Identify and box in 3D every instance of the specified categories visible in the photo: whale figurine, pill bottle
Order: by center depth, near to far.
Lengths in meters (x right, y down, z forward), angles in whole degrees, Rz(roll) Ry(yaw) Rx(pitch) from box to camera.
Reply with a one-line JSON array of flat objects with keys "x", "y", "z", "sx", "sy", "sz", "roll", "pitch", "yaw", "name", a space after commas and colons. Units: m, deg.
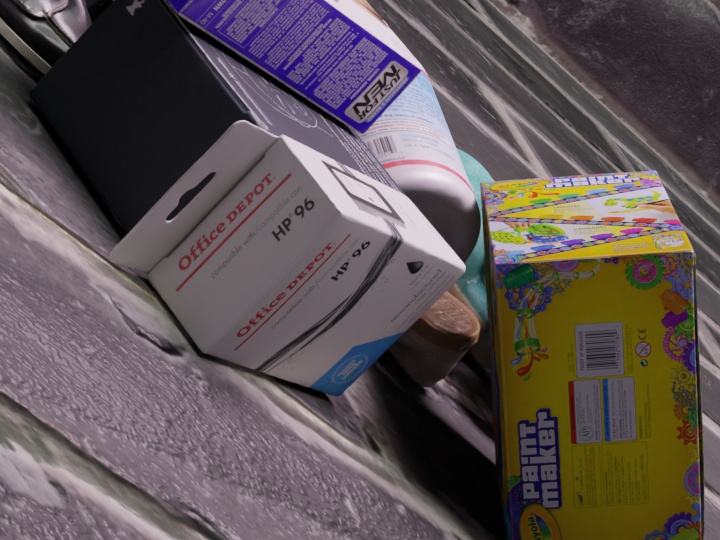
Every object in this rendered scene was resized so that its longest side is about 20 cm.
[{"x": 0.007, "y": -0.085, "z": 1.672, "sx": 0.109, "sy": 0.109, "sz": 0.201, "roll": 35, "pitch": 26, "yaw": -39, "name": "pill bottle"}, {"x": 0.071, "y": -0.013, "z": 1.813, "sx": 0.200, "sy": 0.104, "sz": 0.159, "roll": 52, "pitch": 1, "yaw": -38, "name": "whale figurine"}]

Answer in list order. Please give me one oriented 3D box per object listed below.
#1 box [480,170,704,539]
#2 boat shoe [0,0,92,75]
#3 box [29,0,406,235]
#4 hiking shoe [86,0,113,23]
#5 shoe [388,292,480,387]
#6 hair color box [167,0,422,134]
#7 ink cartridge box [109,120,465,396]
[{"x": 0.144, "y": 0.059, "z": 1.560, "sx": 0.193, "sy": 0.121, "sz": 0.201, "roll": -89, "pitch": 175, "yaw": -74, "name": "box"}, {"x": -0.204, "y": -0.177, "z": 1.544, "sx": 0.200, "sy": 0.068, "sz": 0.072, "roll": 48, "pitch": 10, "yaw": 3, "name": "boat shoe"}, {"x": -0.077, "y": -0.066, "z": 1.502, "sx": 0.149, "sy": 0.107, "sz": 0.200, "roll": 53, "pitch": 13, "yaw": 32, "name": "box"}, {"x": -0.120, "y": -0.128, "z": 1.675, "sx": 0.200, "sy": 0.074, "sz": 0.087, "roll": 12, "pitch": 38, "yaw": -50, "name": "hiking shoe"}, {"x": 0.000, "y": 0.000, "z": 1.702, "sx": 0.070, "sy": 0.054, "sz": 0.200, "roll": -18, "pitch": 55, "yaw": -43, "name": "shoe"}, {"x": -0.058, "y": -0.170, "z": 1.507, "sx": 0.200, "sy": 0.065, "sz": 0.109, "roll": 32, "pitch": 16, "yaw": -53, "name": "hair color box"}, {"x": -0.039, "y": -0.003, "z": 1.403, "sx": 0.068, "sy": 0.116, "sz": 0.200, "roll": 51, "pitch": 15, "yaw": 28, "name": "ink cartridge box"}]
